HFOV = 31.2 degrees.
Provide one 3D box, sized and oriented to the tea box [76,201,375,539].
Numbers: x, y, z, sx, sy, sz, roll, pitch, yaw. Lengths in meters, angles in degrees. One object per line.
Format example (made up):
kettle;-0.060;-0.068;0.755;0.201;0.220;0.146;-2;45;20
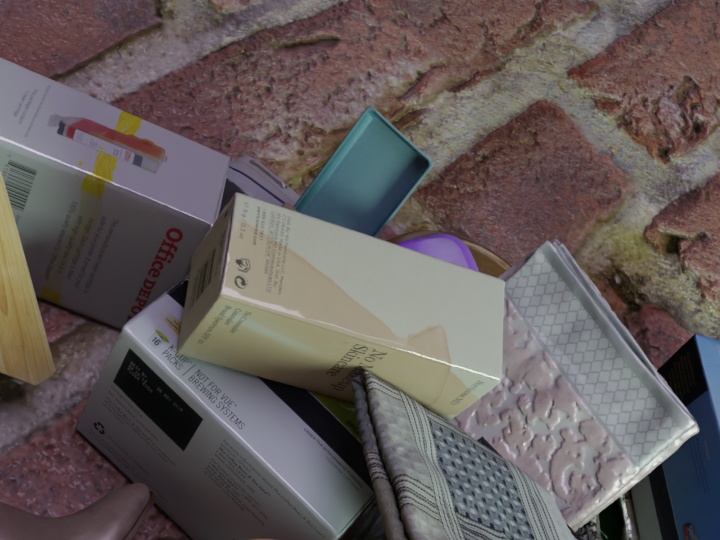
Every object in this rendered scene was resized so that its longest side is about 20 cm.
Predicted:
tea box;-0.059;0.094;0.934;0.200;0.134;0.196;43;46;8

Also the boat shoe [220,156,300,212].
boat shoe;-0.044;-0.025;1.094;0.199;0.071;0.070;38;42;10

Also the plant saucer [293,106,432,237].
plant saucer;-0.024;-0.032;1.029;0.070;0.201;0.019;41;21;8

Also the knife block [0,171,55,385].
knife block;-0.265;-0.035;0.855;0.199;0.063;0.177;32;77;-49

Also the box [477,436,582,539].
box;0.125;0.228;0.881;0.200;0.050;0.199;47;16;-1

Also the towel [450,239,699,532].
towel;0.136;0.104;1.017;0.201;0.191;0.032;55;11;24

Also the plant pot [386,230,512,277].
plant pot;0.092;0.039;1.147;0.198;0.028;0.202;17;46;-18

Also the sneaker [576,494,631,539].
sneaker;0.192;0.173;1.048;0.076;0.089;0.202;12;49;-22

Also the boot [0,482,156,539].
boot;-0.238;0.166;0.799;0.146;0.070;0.200;46;54;-9

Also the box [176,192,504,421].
box;-0.011;0.030;0.849;0.198;0.095;0.079;17;57;-18

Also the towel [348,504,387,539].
towel;0.061;0.262;0.926;0.200;0.048;0.171;41;45;5

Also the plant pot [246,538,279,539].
plant pot;-0.080;0.255;0.751;0.198;0.184;0.202;16;47;-18

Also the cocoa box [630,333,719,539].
cocoa box;0.317;0.179;1.086;0.132;0.132;0.202;14;48;-20

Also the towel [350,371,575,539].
towel;0.081;0.162;0.789;0.192;0.035;0.201;37;20;-29

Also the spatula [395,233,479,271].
spatula;0.000;0.000;0.938;0.198;0.021;0.057;-2;59;-33

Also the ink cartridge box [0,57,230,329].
ink cartridge box;-0.214;-0.050;0.957;0.198;0.146;0.084;23;44;-12
